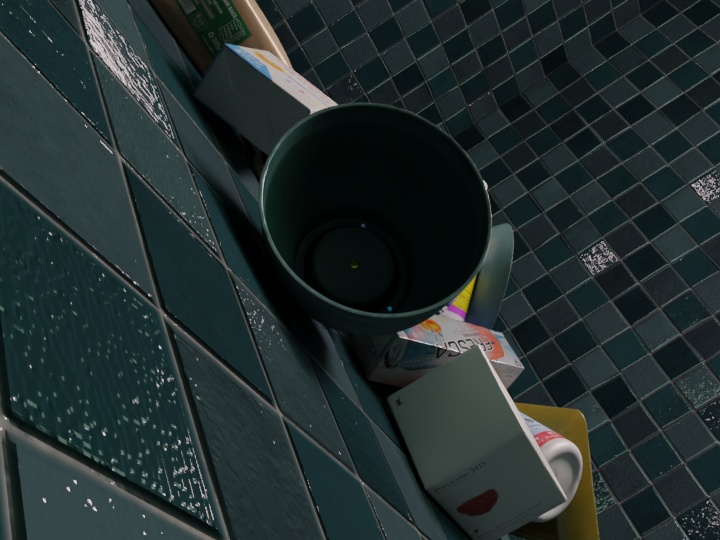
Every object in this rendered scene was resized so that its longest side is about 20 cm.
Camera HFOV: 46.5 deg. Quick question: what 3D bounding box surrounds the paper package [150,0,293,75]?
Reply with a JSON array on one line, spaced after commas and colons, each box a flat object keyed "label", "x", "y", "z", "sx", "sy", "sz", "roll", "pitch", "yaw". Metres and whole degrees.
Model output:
[{"label": "paper package", "x": -0.182, "y": -0.324, "z": 1.070, "sx": 0.201, "sy": 0.103, "sz": 0.192, "roll": 56, "pitch": 5, "yaw": -39}]

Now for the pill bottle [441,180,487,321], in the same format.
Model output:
[{"label": "pill bottle", "x": 0.111, "y": -0.027, "z": 1.123, "sx": 0.103, "sy": 0.203, "sz": 0.104, "roll": 15, "pitch": -10, "yaw": 3}]

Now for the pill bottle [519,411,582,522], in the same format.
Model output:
[{"label": "pill bottle", "x": 0.185, "y": 0.235, "z": 1.106, "sx": 0.199, "sy": 0.109, "sz": 0.109, "roll": 27, "pitch": -23, "yaw": 50}]

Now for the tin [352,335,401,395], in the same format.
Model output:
[{"label": "tin", "x": 0.014, "y": 0.073, "z": 1.021, "sx": 0.202, "sy": 0.042, "sz": 0.112, "roll": 58, "pitch": 8, "yaw": -8}]

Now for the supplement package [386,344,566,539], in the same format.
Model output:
[{"label": "supplement package", "x": 0.132, "y": 0.200, "z": 0.930, "sx": 0.200, "sy": 0.120, "sz": 0.121, "roll": 53, "pitch": 9, "yaw": -48}]

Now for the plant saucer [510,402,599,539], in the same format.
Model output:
[{"label": "plant saucer", "x": 0.236, "y": 0.294, "z": 1.180, "sx": 0.199, "sy": 0.048, "sz": 0.204, "roll": -5, "pitch": -88, "yaw": 57}]

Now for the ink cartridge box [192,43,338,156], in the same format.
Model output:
[{"label": "ink cartridge box", "x": -0.094, "y": -0.189, "z": 0.941, "sx": 0.115, "sy": 0.068, "sz": 0.200, "roll": 38, "pitch": 15, "yaw": 0}]

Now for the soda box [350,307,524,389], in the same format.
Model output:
[{"label": "soda box", "x": 0.089, "y": 0.096, "z": 0.948, "sx": 0.198, "sy": 0.069, "sz": 0.064, "roll": 16, "pitch": 31, "yaw": -35}]

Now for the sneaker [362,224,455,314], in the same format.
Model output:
[{"label": "sneaker", "x": 0.058, "y": -0.051, "z": 0.971, "sx": 0.200, "sy": 0.115, "sz": 0.080, "roll": 48, "pitch": -13, "yaw": -6}]

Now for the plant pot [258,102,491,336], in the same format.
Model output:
[{"label": "plant pot", "x": 0.003, "y": -0.027, "z": 0.749, "sx": 0.202, "sy": 0.198, "sz": 0.135, "roll": 60, "pitch": -21, "yaw": 17}]

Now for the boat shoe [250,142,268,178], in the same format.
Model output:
[{"label": "boat shoe", "x": -0.104, "y": -0.153, "z": 1.057, "sx": 0.076, "sy": 0.060, "sz": 0.201, "roll": 53, "pitch": 7, "yaw": -41}]

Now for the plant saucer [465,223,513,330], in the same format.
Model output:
[{"label": "plant saucer", "x": 0.161, "y": 0.025, "z": 1.183, "sx": 0.035, "sy": 0.203, "sz": 0.200, "roll": 17, "pitch": 10, "yaw": -5}]

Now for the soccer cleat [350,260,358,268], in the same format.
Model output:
[{"label": "soccer cleat", "x": -0.042, "y": -0.019, "z": 0.905, "sx": 0.200, "sy": 0.066, "sz": 0.082, "roll": -128, "pitch": -148, "yaw": -51}]
